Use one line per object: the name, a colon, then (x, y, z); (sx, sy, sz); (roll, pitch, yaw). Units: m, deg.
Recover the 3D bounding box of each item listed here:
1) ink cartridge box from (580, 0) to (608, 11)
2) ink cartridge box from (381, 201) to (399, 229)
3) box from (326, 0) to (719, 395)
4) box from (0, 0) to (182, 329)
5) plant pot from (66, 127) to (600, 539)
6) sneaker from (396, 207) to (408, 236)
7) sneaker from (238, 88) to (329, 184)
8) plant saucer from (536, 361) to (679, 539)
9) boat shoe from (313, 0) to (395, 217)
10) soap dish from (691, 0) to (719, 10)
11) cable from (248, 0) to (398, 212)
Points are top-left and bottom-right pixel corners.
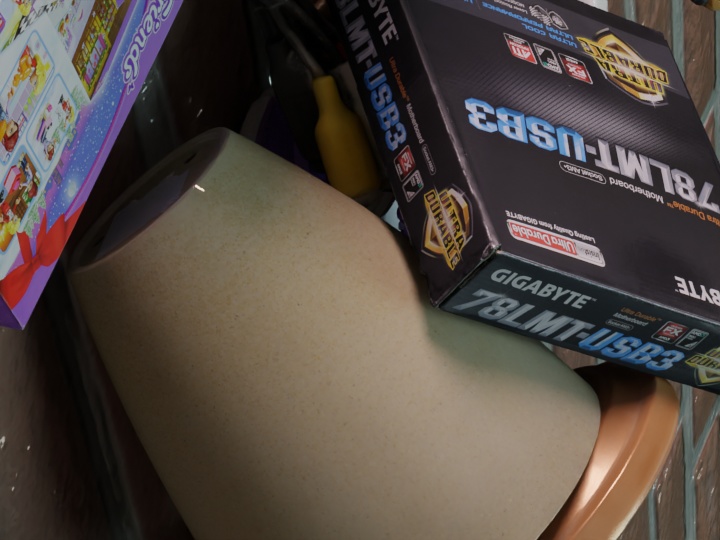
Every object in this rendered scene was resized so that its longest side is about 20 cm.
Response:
ink cartridge box: (0.087, -0.167, 1.317); (0.145, 0.084, 0.201); (-21, 108, -81)
ink cartridge box: (0.041, -0.072, 1.411); (0.196, 0.043, 0.201); (-18, 120, -66)
box: (0.090, -0.050, 1.122); (0.200, 0.050, 0.199); (17, 41, -38)
box: (-0.128, -0.097, 0.960); (0.137, 0.039, 0.200); (68, 40, -56)
plant pot: (-0.029, 0.042, 1.077); (0.200, 0.187, 0.187); (49, 46, -17)
sneaker: (0.045, -0.018, 1.270); (0.200, 0.083, 0.081); (-55, -160, 38)
sneaker: (0.000, 0.000, 1.218); (0.081, 0.083, 0.201); (-48, 121, -57)
plant saucer: (0.062, 0.113, 1.130); (0.200, 0.032, 0.200); (-43, -169, 11)
boat shoe: (0.000, -0.116, 1.244); (0.072, 0.072, 0.200); (-83, -178, -49)
soap dish: (0.166, -0.250, 1.435); (0.081, 0.200, 0.158); (-36, 141, -26)
cable: (-0.021, -0.115, 1.125); (0.200, 0.050, 0.097); (67, 27, -23)
